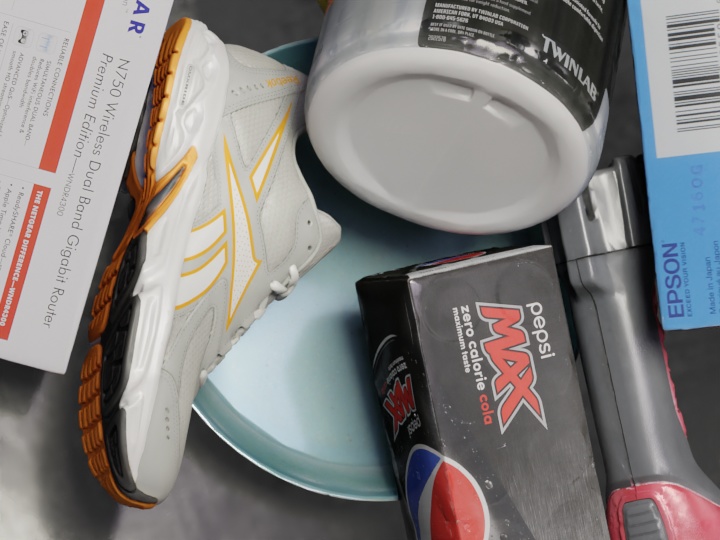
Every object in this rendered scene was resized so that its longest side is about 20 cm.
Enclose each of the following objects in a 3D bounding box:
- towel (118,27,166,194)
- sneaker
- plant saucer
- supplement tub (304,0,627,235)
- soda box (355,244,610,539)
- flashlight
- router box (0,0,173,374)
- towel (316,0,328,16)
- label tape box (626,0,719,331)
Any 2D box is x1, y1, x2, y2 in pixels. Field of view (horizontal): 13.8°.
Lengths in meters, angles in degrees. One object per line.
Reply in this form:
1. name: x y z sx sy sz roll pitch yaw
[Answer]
1. towel: -0.150 -0.138 1.259 0.146 0.024 0.201 10 70 -12
2. sneaker: -0.054 0.001 1.193 0.091 0.076 0.201 15 75 -18
3. plant saucer: 0.000 0.000 1.261 0.199 0.027 0.202 4 76 -17
4. supplement tub: 0.053 -0.126 1.223 0.122 0.123 0.201 22 53 -10
5. soda box: 0.057 0.094 1.211 0.070 0.063 0.201 -13 93 -20
6. flashlight: 0.122 0.053 1.251 0.068 0.068 0.201 -11 87 -17
7. router box: -0.176 -0.078 1.172 0.178 0.049 0.201 16 99 -13
8. towel: 0.010 -0.197 1.318 0.143 0.023 0.201 -30 90 -22
9. label tape box: 0.175 -0.053 1.269 0.066 0.200 0.144 -7 91 20
